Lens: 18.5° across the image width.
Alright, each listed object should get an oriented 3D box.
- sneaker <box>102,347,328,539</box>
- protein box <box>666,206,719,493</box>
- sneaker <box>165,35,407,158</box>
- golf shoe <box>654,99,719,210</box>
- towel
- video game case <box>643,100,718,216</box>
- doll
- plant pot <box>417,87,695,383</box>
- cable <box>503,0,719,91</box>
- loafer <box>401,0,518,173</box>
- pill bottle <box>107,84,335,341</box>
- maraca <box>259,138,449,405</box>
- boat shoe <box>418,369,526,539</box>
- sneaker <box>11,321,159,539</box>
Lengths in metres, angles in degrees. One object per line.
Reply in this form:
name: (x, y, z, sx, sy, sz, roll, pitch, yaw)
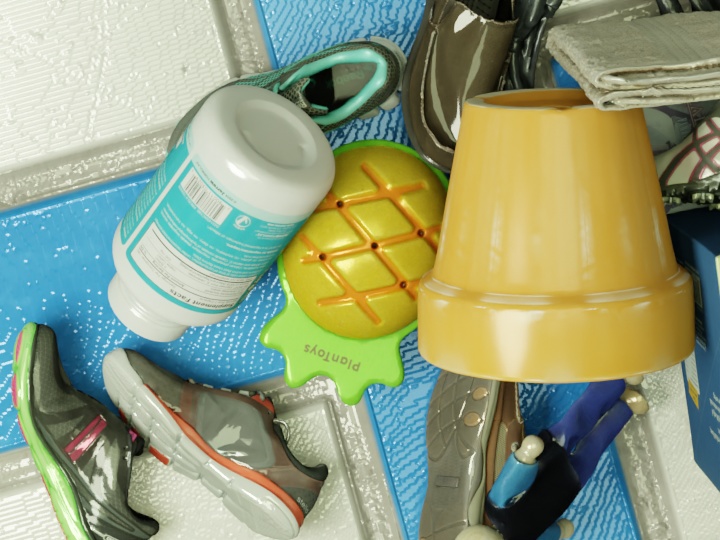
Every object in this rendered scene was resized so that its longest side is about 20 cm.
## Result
sneaker: (-0.109, 0.119, 1.701, 0.200, 0.077, 0.082, 42, 64, -2)
protein box: (0.315, 0.059, 1.616, 0.135, 0.199, 0.200, -10, 100, -2)
sneaker: (-0.058, -0.126, 1.672, 0.200, 0.091, 0.078, -27, 91, 0)
golf shoe: (0.273, -0.090, 1.605, 0.077, 0.200, 0.088, 4, 82, -37)
towel: (0.212, -0.154, 1.576, 0.132, 0.200, 0.035, -5, 107, -5)
video game case: (0.224, -0.082, 1.690, 0.200, 0.019, 0.143, -19, 107, -3)
doll: (0.142, 0.156, 1.659, 0.048, 0.137, 0.200, 27, 61, 33)
plant pot: (0.139, -0.033, 1.581, 0.200, 0.200, 0.184, -2, 102, -1)
cable: (0.189, -0.167, 1.700, 0.163, 0.051, 0.200, 15, 100, -10)
loafer: (0.079, -0.172, 1.660, 0.073, 0.071, 0.200, 9, 78, -18)
pill bottle: (-0.111, -0.035, 1.635, 0.111, 0.111, 0.200, 39, 126, -2)
maraca: (0.000, 0.000, 1.668, 0.137, 0.107, 0.200, 18, 92, -2)
boat shoe: (0.095, 0.141, 1.699, 0.072, 0.076, 0.200, 11, 88, -34)
sneaker: (-0.211, 0.128, 1.693, 0.084, 0.077, 0.200, -22, 101, -8)
